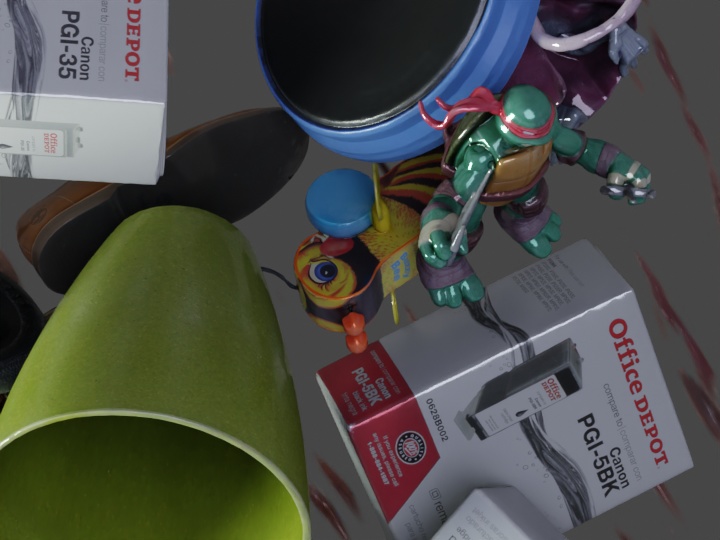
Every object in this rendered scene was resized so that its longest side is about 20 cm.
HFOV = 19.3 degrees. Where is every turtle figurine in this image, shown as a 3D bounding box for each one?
[{"bbox_3d":[0.090,-0.051,1.206,0.148,0.200,0.101,-14,72,-12],"label":"turtle figurine"}]

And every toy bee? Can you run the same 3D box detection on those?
[{"bbox_3d":[0.000,0.000,1.321,0.199,0.109,0.131,-37,144,6],"label":"toy bee"}]

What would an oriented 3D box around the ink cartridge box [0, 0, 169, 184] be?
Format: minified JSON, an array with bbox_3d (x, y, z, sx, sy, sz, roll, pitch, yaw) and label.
[{"bbox_3d":[-0.212,-0.137,1.255,0.198,0.083,0.148,3,56,-8],"label":"ink cartridge box"}]

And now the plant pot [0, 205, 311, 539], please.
[{"bbox_3d":[-0.112,0.066,1.209,0.185,0.201,0.188,3,136,3],"label":"plant pot"}]

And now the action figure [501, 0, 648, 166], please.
[{"bbox_3d":[0.070,-0.161,1.294,0.134,0.149,0.200,-40,70,-11],"label":"action figure"}]

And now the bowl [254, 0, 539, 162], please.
[{"bbox_3d":[0.018,-0.167,1.270,0.039,0.200,0.202,20,93,-49],"label":"bowl"}]

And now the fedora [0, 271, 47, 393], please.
[{"bbox_3d":[-0.285,0.049,1.259,0.199,0.201,0.092,16,114,-10],"label":"fedora"}]

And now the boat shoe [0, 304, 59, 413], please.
[{"bbox_3d":[-0.222,0.098,1.317,0.200,0.068,0.072,-42,100,-3],"label":"boat shoe"}]

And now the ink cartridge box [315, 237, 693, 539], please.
[{"bbox_3d":[0.093,0.094,1.337,0.199,0.083,0.148,-26,117,-5],"label":"ink cartridge box"}]

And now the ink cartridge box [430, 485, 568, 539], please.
[{"bbox_3d":[0.067,0.249,1.263,0.147,0.086,0.200,42,98,17],"label":"ink cartridge box"}]

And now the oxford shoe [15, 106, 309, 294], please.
[{"bbox_3d":[-0.125,-0.058,1.320,0.199,0.071,0.072,-25,126,-21],"label":"oxford shoe"}]
